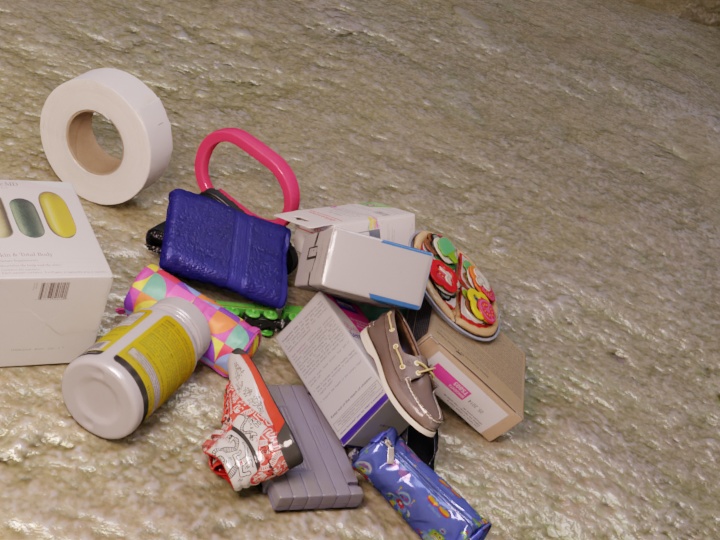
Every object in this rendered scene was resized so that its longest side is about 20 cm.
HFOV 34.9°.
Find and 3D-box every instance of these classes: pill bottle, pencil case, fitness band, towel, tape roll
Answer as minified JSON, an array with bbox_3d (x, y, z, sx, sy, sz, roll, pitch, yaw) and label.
[{"bbox_3d":[-0.280,0.118,1.466,0.114,0.115,0.200,31,33,9],"label":"pill bottle"},{"bbox_3d":[-0.236,0.072,1.593,0.199,0.089,0.088,29,33,10],"label":"pencil case"},{"bbox_3d":[-0.185,-0.146,1.873,0.199,0.144,0.037,36,33,16],"label":"fitness band"},{"bbox_3d":[-0.199,-0.029,1.683,0.199,0.050,0.149,21,48,-23],"label":"towel"},{"bbox_3d":[0.077,0.287,1.470,0.078,0.087,0.200,-39,74,-27],"label":"pencil case"},{"bbox_3d":[-0.392,-0.207,1.768,0.202,0.203,0.071,31,32,9],"label":"tape roll"}]

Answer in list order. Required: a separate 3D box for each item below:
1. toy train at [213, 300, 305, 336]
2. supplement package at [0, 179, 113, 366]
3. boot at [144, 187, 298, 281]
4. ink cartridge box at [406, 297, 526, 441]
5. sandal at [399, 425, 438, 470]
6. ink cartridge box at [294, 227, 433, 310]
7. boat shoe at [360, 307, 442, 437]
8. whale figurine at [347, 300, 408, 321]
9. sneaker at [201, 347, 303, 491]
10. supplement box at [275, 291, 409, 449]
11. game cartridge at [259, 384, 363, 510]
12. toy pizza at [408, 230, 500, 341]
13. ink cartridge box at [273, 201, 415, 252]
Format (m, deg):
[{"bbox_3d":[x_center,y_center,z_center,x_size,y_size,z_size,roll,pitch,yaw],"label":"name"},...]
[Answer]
[{"bbox_3d":[-0.150,0.068,1.693,0.199,0.042,0.056,7,27,-26],"label":"toy train"},{"bbox_3d":[-0.435,0.001,1.490,0.151,0.151,0.200,-1,40,-33],"label":"supplement package"},{"bbox_3d":[-0.213,-0.026,1.752,0.200,0.077,0.168,38,41,3],"label":"boot"},{"bbox_3d":[0.157,0.131,1.717,0.200,0.075,0.165,43,30,-16],"label":"ink cartridge box"},{"bbox_3d":[0.080,0.240,1.598,0.076,0.043,0.201,17,34,-13],"label":"sandal"},{"bbox_3d":[0.000,0.000,1.610,0.145,0.085,0.200,14,-5,-12],"label":"ink cartridge box"},{"bbox_3d":[0.063,0.131,1.506,0.072,0.060,0.200,32,20,-41],"label":"boat shoe"},{"bbox_3d":[0.034,0.053,1.776,0.199,0.104,0.160,21,32,-11],"label":"whale figurine"},{"bbox_3d":[-0.160,0.189,1.457,0.107,0.067,0.202,-25,49,-12],"label":"sneaker"},{"bbox_3d":[-0.014,0.140,1.588,0.101,0.103,0.200,21,26,-54],"label":"supplement box"},{"bbox_3d":[-0.088,0.231,1.511,0.129,0.039,0.201,1,40,-27],"label":"game cartridge"},{"bbox_3d":[0.149,0.017,1.730,0.200,0.032,0.201,36,31,-25],"label":"toy pizza"},{"bbox_3d":[-0.026,-0.057,1.792,0.199,0.068,0.117,-8,18,-34],"label":"ink cartridge box"}]
